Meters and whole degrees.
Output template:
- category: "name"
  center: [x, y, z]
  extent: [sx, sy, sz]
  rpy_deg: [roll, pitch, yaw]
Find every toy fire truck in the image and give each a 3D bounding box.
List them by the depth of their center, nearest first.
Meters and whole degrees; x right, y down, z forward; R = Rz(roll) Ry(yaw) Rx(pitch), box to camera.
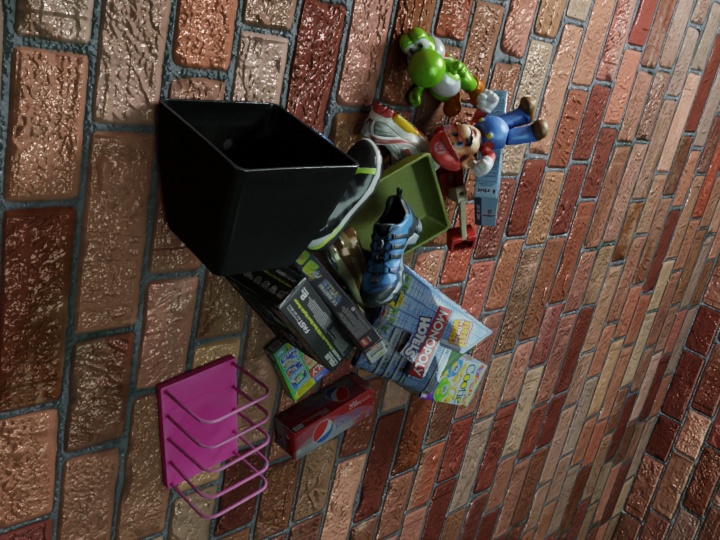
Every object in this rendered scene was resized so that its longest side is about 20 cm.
- category: "toy fire truck"
  center: [0.171, -0.147, 1.374]
  extent: [0.048, 0.142, 0.201]
  rpy_deg: [-11, 138, -5]

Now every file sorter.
- category: "file sorter"
  center: [-0.225, 0.268, 1.199]
  extent: [0.139, 0.125, 0.201]
  rpy_deg: [-21, 126, -39]

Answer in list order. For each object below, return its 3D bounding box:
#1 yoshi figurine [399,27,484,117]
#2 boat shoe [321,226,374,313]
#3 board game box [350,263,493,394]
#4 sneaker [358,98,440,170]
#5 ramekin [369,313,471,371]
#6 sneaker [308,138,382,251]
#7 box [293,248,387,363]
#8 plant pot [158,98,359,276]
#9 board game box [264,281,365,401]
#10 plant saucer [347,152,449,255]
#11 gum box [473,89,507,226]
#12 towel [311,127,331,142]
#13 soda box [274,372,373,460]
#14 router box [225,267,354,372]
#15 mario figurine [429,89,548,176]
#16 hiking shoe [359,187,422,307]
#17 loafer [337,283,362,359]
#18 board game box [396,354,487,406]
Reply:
- category: "yoshi figurine"
  center: [0.133, -0.321, 1.268]
  extent: [0.200, 0.112, 0.113]
  rpy_deg: [29, 96, -47]
- category: "boat shoe"
  center: [0.000, 0.000, 1.273]
  extent: [0.074, 0.076, 0.200]
  rpy_deg: [-35, 141, -1]
- category: "board game box"
  center: [0.114, 0.112, 1.298]
  extent: [0.199, 0.062, 0.201]
  rpy_deg: [22, 95, -12]
- category: "sneaker"
  center: [0.066, -0.214, 1.292]
  extent: [0.082, 0.078, 0.200]
  rpy_deg: [-52, 137, 9]
- category: "ramekin"
  center: [0.110, 0.110, 1.425]
  extent: [0.098, 0.200, 0.200]
  rpy_deg: [-46, 139, -8]
- category: "sneaker"
  center: [-0.039, -0.119, 1.145]
  extent: [0.083, 0.072, 0.201]
  rpy_deg: [32, 87, -53]
- category: "box"
  center: [-0.036, 0.054, 1.202]
  extent: [0.035, 0.200, 0.110]
  rpy_deg: [-38, 164, -5]
- category: "plant pot"
  center: [-0.156, -0.106, 1.018]
  extent: [0.199, 0.199, 0.178]
  rpy_deg: [-9, 129, -45]
- category: "board game box"
  center: [-0.072, 0.125, 1.361]
  extent: [0.200, 0.029, 0.135]
  rpy_deg: [-41, 136, -24]
- category: "plant saucer"
  center: [0.043, -0.099, 1.296]
  extent: [0.199, 0.048, 0.200]
  rpy_deg: [-30, 140, -4]
- category: "gum box"
  center: [0.239, -0.202, 1.390]
  extent: [0.170, 0.044, 0.201]
  rpy_deg: [57, 40, -74]
- category: "towel"
  center: [-0.094, -0.114, 1.183]
  extent: [0.201, 0.048, 0.112]
  rpy_deg: [-58, 142, -5]
- category: "soda box"
  center: [-0.065, 0.273, 1.427]
  extent: [0.199, 0.063, 0.070]
  rpy_deg: [-25, 128, -36]
- category: "router box"
  center: [-0.112, 0.060, 1.183]
  extent: [0.062, 0.150, 0.200]
  rpy_deg: [-49, 140, -15]
- category: "mario figurine"
  center: [0.209, -0.230, 1.251]
  extent: [0.199, 0.124, 0.106]
  rpy_deg: [-21, 120, -7]
- category: "hiking shoe"
  center: [0.035, -0.033, 1.207]
  extent: [0.087, 0.074, 0.201]
  rpy_deg: [59, 40, -41]
- category: "loafer"
  center: [-0.015, 0.098, 1.334]
  extent: [0.072, 0.063, 0.200]
  rpy_deg: [-45, 138, -19]
- category: "board game box"
  center: [0.164, 0.215, 1.611]
  extent: [0.200, 0.105, 0.103]
  rpy_deg: [20, 97, -50]
